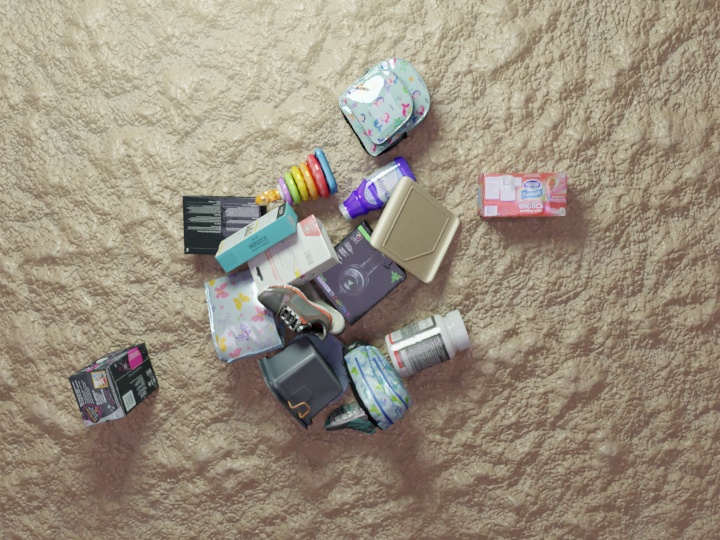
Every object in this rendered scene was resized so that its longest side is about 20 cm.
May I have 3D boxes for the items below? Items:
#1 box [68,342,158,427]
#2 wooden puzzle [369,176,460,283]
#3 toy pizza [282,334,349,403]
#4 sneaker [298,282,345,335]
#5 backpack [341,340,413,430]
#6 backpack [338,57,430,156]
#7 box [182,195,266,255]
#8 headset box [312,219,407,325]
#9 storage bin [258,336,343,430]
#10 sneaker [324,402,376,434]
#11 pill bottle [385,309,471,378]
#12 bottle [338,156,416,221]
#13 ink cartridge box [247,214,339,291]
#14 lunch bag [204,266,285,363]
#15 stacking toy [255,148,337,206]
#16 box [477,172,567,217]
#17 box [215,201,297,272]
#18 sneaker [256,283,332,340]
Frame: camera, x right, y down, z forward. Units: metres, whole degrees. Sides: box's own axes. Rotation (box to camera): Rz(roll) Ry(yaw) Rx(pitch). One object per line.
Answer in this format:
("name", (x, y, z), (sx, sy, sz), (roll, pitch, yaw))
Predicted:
("box", (-0.614, 0.284, 1.432), (0.112, 0.200, 0.136), (-15, 98, 7))
("wooden puzzle", (0.132, -0.096, 1.376), (0.198, 0.037, 0.188), (32, 81, -26))
("toy pizza", (-0.117, 0.255, 1.489), (0.194, 0.032, 0.206), (0, 100, 2))
("sneaker", (-0.115, 0.096, 1.449), (0.075, 0.085, 0.200), (-44, 70, -8))
("backpack", (0.040, 0.283, 1.375), (0.150, 0.202, 0.165), (-21, 124, 10))
("backpack", (0.062, -0.388, 1.328), (0.198, 0.151, 0.180), (-34, 95, 3))
("box", (-0.336, -0.113, 1.419), (0.194, 0.079, 0.146), (2, 97, 2))
("headset box", (0.000, 0.000, 1.412), (0.199, 0.093, 0.175), (-39, 96, 7))
("storage bin", (-0.135, 0.269, 1.386), (0.133, 0.146, 0.202), (-35, 126, -2))
("sneaker", (0.002, 0.393, 1.485), (0.195, 0.078, 0.093), (-20, 102, 7))
("pill bottle", (0.169, 0.181, 1.422), (0.196, 0.114, 0.116), (-22, 97, 6))
("bottle", (0.039, -0.194, 1.394), (0.197, 0.065, 0.085), (-32, 98, 7))
("ink cartridge box", (-0.163, -0.026, 1.355), (0.197, 0.067, 0.119), (-29, 73, 10))
("lunch bag", (-0.281, 0.115, 1.405), (0.165, 0.128, 0.205), (-17, 67, 4))
("stacking toy", (-0.160, -0.199, 1.359), (0.196, 0.116, 0.112), (-25, 95, -7))
("box", (0.383, -0.183, 1.364), (0.194, 0.095, 0.106), (-1, 99, 3))
("box", (-0.241, -0.078, 1.331), (0.197, 0.083, 0.050), (-29, 116, 12))
("sneaker", (-0.149, 0.100, 1.314), (0.196, 0.083, 0.078), (25, 124, -20))
